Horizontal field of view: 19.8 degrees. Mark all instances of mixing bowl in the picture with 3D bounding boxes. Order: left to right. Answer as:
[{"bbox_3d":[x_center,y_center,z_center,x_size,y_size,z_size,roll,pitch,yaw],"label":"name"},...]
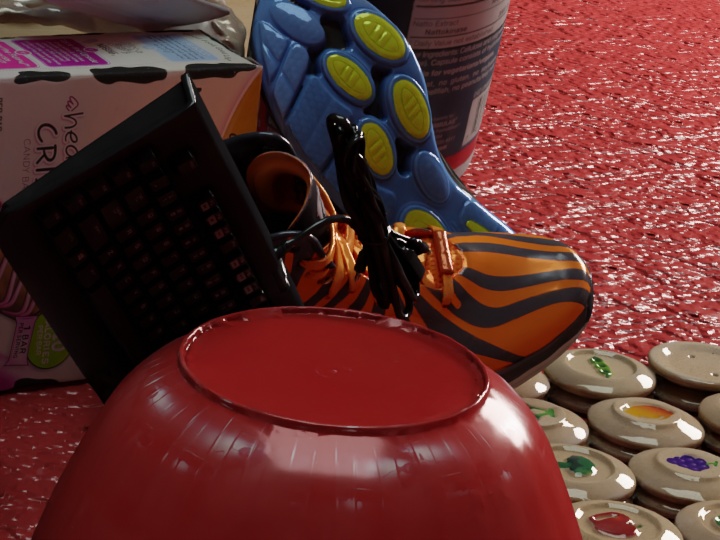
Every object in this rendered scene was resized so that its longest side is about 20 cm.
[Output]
[{"bbox_3d":[-0.012,0.078,0.638,0.199,0.109,0.200,6,20,-2],"label":"mixing bowl"}]

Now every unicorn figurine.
[{"bbox_3d":[-0.122,-0.134,1.021,0.137,0.074,0.200,4,37,-3],"label":"unicorn figurine"}]

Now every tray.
[{"bbox_3d":[-0.162,-0.139,0.907,0.199,0.022,0.107,22,8,34],"label":"tray"}]

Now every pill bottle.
[{"bbox_3d":[0.013,-0.145,0.962,0.119,0.201,0.120,8,34,-5],"label":"pill bottle"}]

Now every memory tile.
[{"bbox_3d":[0.123,0.073,0.831,0.152,0.017,0.200,1,20,-15],"label":"memory tile"}]

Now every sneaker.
[{"bbox_3d":[0.000,0.000,0.815,0.199,0.112,0.078,-9,52,-9],"label":"sneaker"},{"bbox_3d":[0.008,-0.042,0.914,0.071,0.200,0.083,-43,24,-16],"label":"sneaker"}]

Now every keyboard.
[{"bbox_3d":[-0.035,0.005,0.687,0.127,0.200,0.021,-36,57,-8],"label":"keyboard"}]

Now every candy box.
[{"bbox_3d":[-0.144,-0.023,0.843,0.199,0.137,0.061,-8,25,-32],"label":"candy box"}]

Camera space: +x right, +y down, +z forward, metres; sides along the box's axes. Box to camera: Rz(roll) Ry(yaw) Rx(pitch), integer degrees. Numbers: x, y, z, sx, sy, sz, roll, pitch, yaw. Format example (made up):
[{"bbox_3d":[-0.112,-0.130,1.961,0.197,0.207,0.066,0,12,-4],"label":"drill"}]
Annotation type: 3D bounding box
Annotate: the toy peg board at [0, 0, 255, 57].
[{"bbox_3d":[-0.099,-0.066,1.082,0.199,0.098,0.199,-1,36,-16],"label":"toy peg board"}]
